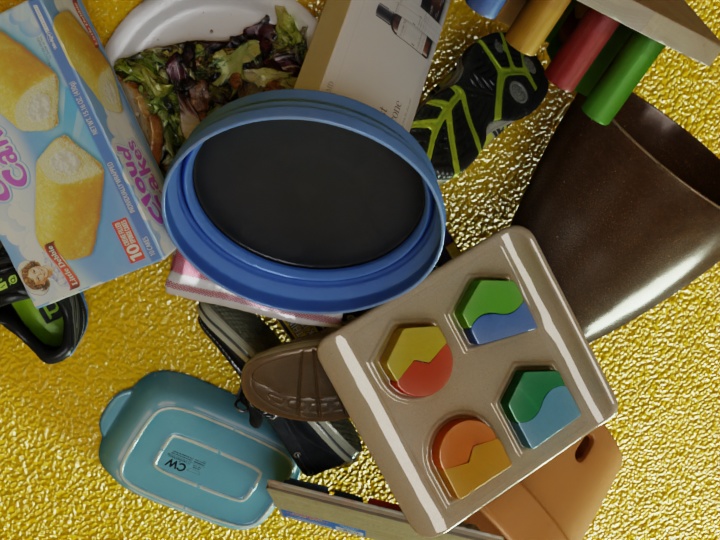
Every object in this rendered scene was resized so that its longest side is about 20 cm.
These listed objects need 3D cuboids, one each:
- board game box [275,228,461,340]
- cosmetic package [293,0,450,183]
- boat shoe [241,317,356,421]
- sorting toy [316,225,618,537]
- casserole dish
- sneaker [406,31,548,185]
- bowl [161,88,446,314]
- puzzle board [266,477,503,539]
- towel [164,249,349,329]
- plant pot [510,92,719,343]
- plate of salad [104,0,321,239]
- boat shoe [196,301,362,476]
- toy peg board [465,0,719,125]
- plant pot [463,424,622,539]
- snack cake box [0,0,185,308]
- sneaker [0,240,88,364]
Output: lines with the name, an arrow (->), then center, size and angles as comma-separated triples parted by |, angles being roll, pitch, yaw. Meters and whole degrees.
board game box -> 0.000, 0.000, 0.974 | 0.165, 0.057, 0.200 | -32, 117, 1
cosmetic package -> 0.009, -0.165, 0.843 | 0.082, 0.051, 0.201 | 29, 62, -24
boat shoe -> -0.002, 0.075, 0.939 | 0.199, 0.065, 0.072 | -5, 115, -13
sorting toy -> 0.091, 0.088, 0.901 | 0.200, 0.036, 0.186 | -30, 98, -12
casserole dish -> -0.139, 0.169, 1.017 | 0.200, 0.039, 0.121 | 28, 102, -24
sneaker -> 0.079, -0.127, 0.908 | 0.200, 0.076, 0.076 | -39, 96, -38
bowl -> -0.038, -0.046, 0.802 | 0.200, 0.039, 0.201 | 4, 140, 4
puzzle board -> 0.021, 0.221, 0.994 | 0.199, 0.151, 0.017 | 13, 70, 6
towel -> -0.067, -0.063, 0.890 | 0.146, 0.030, 0.201 | 11, 92, 0
plant pot -> 0.204, -0.030, 0.968 | 0.186, 0.187, 0.200 | 26, 118, -24
plate of salad -> -0.108, -0.123, 0.854 | 0.199, 0.048, 0.201 | 0, 91, 3
boat shoe -> -0.079, 0.104, 0.981 | 0.062, 0.075, 0.200 | -35, 110, 13
toy peg board -> 0.134, -0.210, 0.853 | 0.199, 0.200, 0.098 | 19, 121, -23
plant pot -> 0.141, 0.178, 1.030 | 0.140, 0.200, 0.200 | -44, 119, -14
snack cake box -> -0.222, -0.087, 0.822 | 0.115, 0.067, 0.201 | -20, 104, 15
sneaker -> -0.272, -0.012, 0.873 | 0.071, 0.083, 0.200 | -27, 117, 1
